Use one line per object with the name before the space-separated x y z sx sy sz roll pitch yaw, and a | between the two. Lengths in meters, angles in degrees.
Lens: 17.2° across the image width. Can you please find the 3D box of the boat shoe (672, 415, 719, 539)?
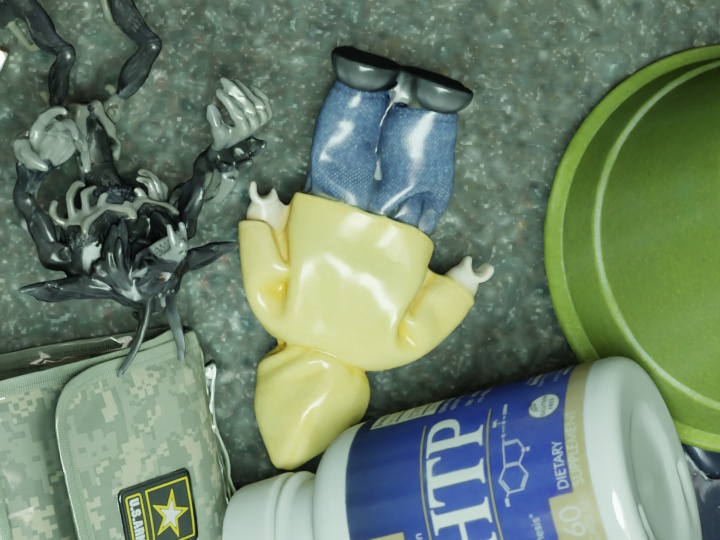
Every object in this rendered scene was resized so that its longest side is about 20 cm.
boat shoe | 0.171 0.153 1.176 0.093 0.075 0.200 -33 101 10

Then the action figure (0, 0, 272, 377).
action figure | -0.110 -0.058 1.076 0.118 0.102 0.201 -15 83 -30

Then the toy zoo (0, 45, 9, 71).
toy zoo | -0.264 -0.039 1.131 0.131 0.020 0.201 24 98 -9

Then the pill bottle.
pill bottle | 0.044 0.119 1.088 0.199 0.120 0.120 -17 103 21

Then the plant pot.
plant pot | 0.196 -0.023 1.062 0.199 0.190 0.201 1 83 -6

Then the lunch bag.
lunch bag | -0.153 0.122 1.126 0.199 0.118 0.165 -12 99 -10

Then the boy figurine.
boy figurine | 0.000 0.000 1.139 0.124 0.064 0.201 13 100 -5
